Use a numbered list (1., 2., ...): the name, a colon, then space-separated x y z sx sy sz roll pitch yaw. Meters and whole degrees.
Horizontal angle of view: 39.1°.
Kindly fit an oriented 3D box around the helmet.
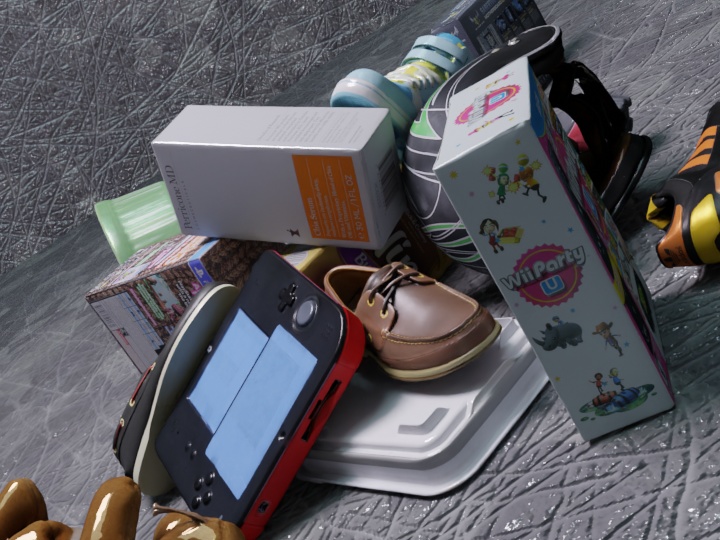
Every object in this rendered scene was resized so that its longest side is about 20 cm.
1. helmet: 0.128 -0.087 0.850 0.191 0.200 0.200 -51 24 -24

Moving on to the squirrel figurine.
1. squirrel figurine: -0.152 0.230 0.625 0.186 0.142 0.200 -7 44 34

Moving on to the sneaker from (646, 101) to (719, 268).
1. sneaker: 0.257 -0.068 0.762 0.090 0.070 0.200 -21 23 25

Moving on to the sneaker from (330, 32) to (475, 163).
1. sneaker: 0.045 -0.176 0.937 0.079 0.200 0.131 19 86 23

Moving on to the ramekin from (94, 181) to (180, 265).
1. ramekin: -0.253 -0.017 1.310 0.098 0.200 0.200 -27 17 -8

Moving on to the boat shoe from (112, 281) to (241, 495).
1. boat shoe: -0.163 0.097 0.897 0.063 0.074 0.202 33 104 41

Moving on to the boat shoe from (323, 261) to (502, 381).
1. boat shoe: 0.027 0.032 0.755 0.072 0.068 0.200 -39 19 -20

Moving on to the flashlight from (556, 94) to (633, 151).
1. flashlight: 0.165 -0.145 1.009 0.200 0.068 0.068 8 54 24

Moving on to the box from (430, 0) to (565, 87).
1. box: 0.189 -0.300 1.356 0.051 0.158 0.200 -17 24 41

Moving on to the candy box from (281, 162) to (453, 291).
1. candy box: 0.000 0.000 0.939 0.056 0.117 0.200 -5 32 42

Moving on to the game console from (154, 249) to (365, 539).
1. game console: -0.086 0.095 0.792 0.200 0.031 0.177 -59 38 4

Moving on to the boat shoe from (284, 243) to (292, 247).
1. boat shoe: -0.081 -0.023 1.044 0.200 0.073 0.063 -26 52 41

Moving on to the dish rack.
1. dish rack: 0.041 0.090 0.760 0.172 0.044 0.200 -43 21 -32

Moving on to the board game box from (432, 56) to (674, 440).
1. board game box: 0.124 -0.018 0.643 0.064 0.200 0.148 -26 19 19

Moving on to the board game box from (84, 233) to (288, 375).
1. board game box: -0.148 0.045 1.011 0.200 0.160 0.097 -15 25 43

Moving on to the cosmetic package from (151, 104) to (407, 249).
1. cosmetic package: -0.069 -0.083 0.881 0.200 0.102 0.071 5 39 24
